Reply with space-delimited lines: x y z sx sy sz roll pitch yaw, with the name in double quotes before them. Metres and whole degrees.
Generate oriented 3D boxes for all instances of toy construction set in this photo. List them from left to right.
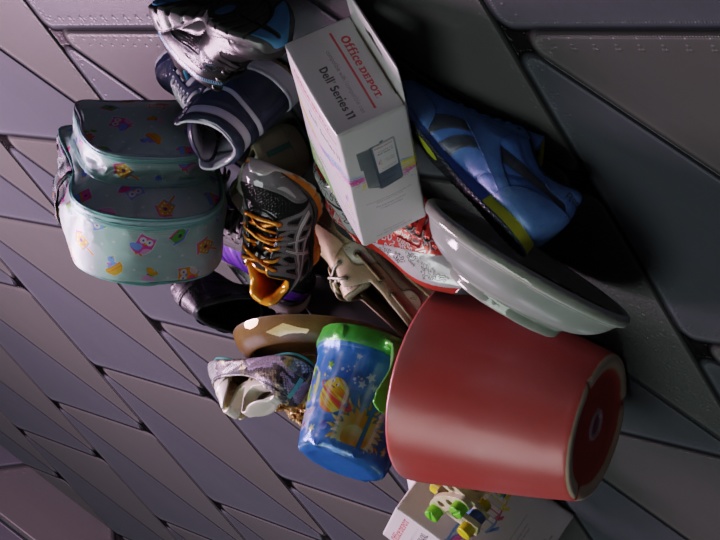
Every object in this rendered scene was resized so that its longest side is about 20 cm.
"toy construction set" 0.066 0.209 1.853 0.199 0.092 0.131 27 154 2

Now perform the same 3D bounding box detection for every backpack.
"backpack" -0.218 -0.080 1.697 0.201 0.174 0.154 -107 24 -47

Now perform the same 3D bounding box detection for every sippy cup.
"sippy cup" 0.001 0.141 1.736 0.139 0.131 0.178 13 158 21

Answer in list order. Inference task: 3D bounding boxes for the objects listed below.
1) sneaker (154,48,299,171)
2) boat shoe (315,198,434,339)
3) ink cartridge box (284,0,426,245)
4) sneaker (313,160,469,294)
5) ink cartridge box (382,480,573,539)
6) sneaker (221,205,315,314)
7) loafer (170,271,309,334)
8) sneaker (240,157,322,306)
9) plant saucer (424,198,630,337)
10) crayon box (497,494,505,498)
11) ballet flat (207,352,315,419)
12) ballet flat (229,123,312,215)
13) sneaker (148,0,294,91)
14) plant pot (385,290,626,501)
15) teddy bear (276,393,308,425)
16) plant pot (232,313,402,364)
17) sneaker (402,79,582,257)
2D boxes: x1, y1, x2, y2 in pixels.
"sneaker" -0.155 -0.158 1.608 0.199 0.109 0.070 14 146 45
"boat shoe" 0.000 0.000 1.719 0.200 0.065 0.072 38 157 3
"ink cartridge box" -0.006 -0.130 1.432 0.201 0.067 0.117 77 167 -55
"sneaker" 0.040 -0.052 1.563 0.201 0.067 0.108 27 157 33
"ink cartridge box" 0.125 0.293 1.990 0.199 0.125 0.129 35 157 8
"sneaker" -0.128 -0.041 1.848 0.199 0.070 0.100 34 150 3
"loafer" -0.130 0.050 1.913 0.200 0.068 0.071 20 -153 -45
"sneaker" -0.083 -0.035 1.631 0.078 0.077 0.200 23 154 21
"plant saucer" 0.132 0.009 1.431 0.199 0.050 0.200 30 -172 -5
"crayon box" 0.129 0.164 1.845 0.127 0.051 0.200 34 156 14
"ballet flat" -0.122 0.129 1.852 0.072 0.072 0.200 48 153 -19
"ballet flat" -0.102 -0.091 1.705 0.069 0.070 0.200 38 156 2
"sneaker" -0.114 -0.203 1.497 0.200 0.073 0.082 22 134 55
"plant pot" 0.146 0.126 1.599 0.176 0.201 0.201 14 148 27
"teddy bear" -0.028 0.168 1.955 0.144 0.067 0.200 0 166 24
"plant pot" -0.044 0.092 1.875 0.198 0.028 0.200 5 161 2
"sneaker" 0.104 -0.101 1.402 0.200 0.078 0.066 48 178 28
